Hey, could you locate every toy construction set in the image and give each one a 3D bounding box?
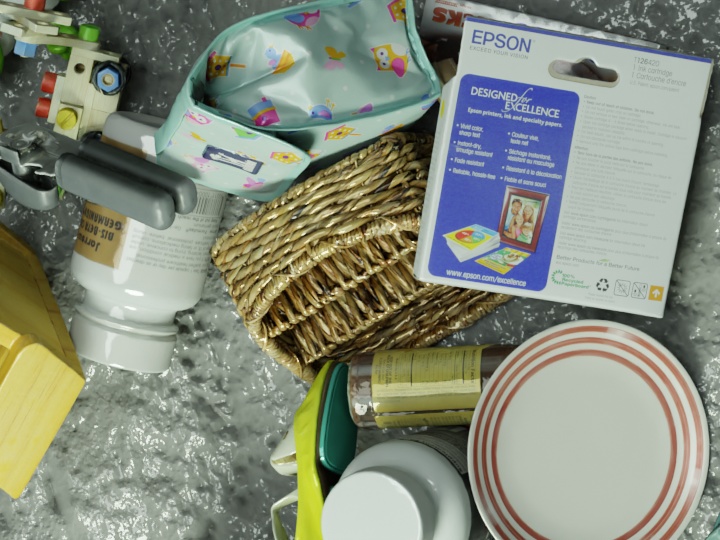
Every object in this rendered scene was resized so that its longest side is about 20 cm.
[{"bbox_3d":[-0.269,-0.142,1.833,0.131,0.092,0.201,14,118,-3],"label":"toy construction set"}]

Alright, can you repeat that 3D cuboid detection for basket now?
[{"bbox_3d":[0.000,0.000,1.708,0.200,0.143,0.149,-30,79,21],"label":"basket"}]

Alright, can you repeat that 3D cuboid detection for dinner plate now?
[{"bbox_3d":[0.172,0.138,1.650,0.199,0.024,0.201,0,89,-18],"label":"dinner plate"}]

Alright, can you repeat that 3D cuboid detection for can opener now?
[{"bbox_3d":[-0.216,-0.068,1.737,0.200,0.053,0.067,23,132,31],"label":"can opener"}]

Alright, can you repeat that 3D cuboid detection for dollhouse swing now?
[{"bbox_3d":[-0.344,0.050,1.785,0.182,0.175,0.200,-58,35,21],"label":"dollhouse swing"}]

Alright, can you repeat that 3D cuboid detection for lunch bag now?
[{"bbox_3d":[-0.057,-0.131,1.673,0.199,0.170,0.122,-18,83,-17],"label":"lunch bag"}]

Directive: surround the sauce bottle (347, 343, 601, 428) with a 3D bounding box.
[{"bbox_3d":[0.092,0.091,1.707,0.199,0.065,0.065,-2,90,11],"label":"sauce bottle"}]

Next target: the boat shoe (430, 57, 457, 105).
[{"bbox_3d":[0.131,-0.096,1.689,0.064,0.071,0.200,-42,90,10],"label":"boat shoe"}]

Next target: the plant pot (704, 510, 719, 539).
[{"bbox_3d":[0.324,0.230,1.547,0.199,0.196,0.201,1,92,22],"label":"plant pot"}]

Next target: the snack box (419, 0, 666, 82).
[{"bbox_3d":[0.138,-0.165,1.709,0.199,0.024,0.072,16,98,22],"label":"snack box"}]

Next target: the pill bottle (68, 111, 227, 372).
[{"bbox_3d":[-0.179,-0.023,1.799,0.114,0.114,0.201,18,98,22],"label":"pill bottle"}]

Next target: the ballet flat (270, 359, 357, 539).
[{"bbox_3d":[-0.039,0.167,1.703,0.067,0.067,0.201,-12,65,21],"label":"ballet flat"}]

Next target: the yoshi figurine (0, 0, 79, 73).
[{"bbox_3d":[-0.298,-0.221,1.853,0.200,0.112,0.113,-40,83,22],"label":"yoshi figurine"}]

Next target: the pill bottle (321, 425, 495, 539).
[{"bbox_3d":[0.045,0.181,1.662,0.110,0.200,0.111,1,93,23],"label":"pill bottle"}]

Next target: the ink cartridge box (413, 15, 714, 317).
[{"bbox_3d":[0.151,-0.077,1.625,0.197,0.047,0.201,9,96,-11],"label":"ink cartridge box"}]
